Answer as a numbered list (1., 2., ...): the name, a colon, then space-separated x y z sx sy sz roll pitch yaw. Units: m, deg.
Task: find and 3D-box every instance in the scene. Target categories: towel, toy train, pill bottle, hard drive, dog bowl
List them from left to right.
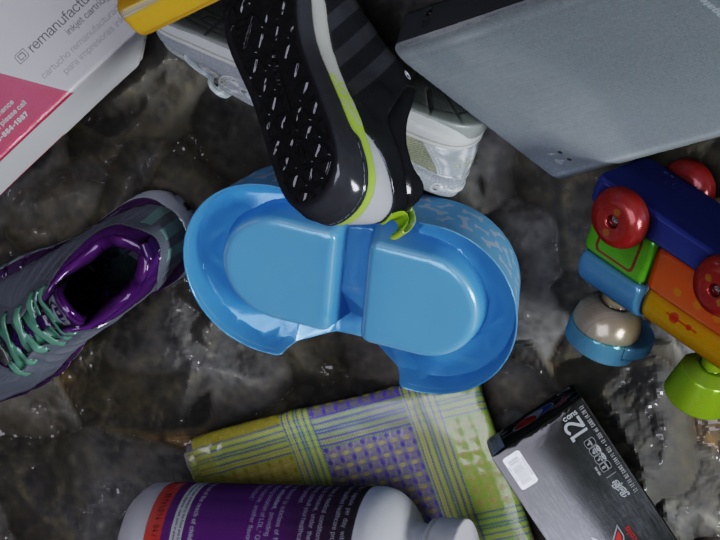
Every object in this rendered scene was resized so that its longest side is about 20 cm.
1. pill bottle: -0.035 0.180 1.460 0.200 0.112 0.113 0 104 17
2. towel: 0.000 0.144 1.512 0.200 0.023 0.144 -17 98 20
3. dog bowl: 0.000 0.000 1.447 0.200 0.050 0.112 14 122 14
4. hard drive: 0.136 -0.112 1.315 0.139 0.033 0.200 35 148 -33
5. toy train: 0.202 0.034 1.367 0.200 0.085 0.116 36 126 26

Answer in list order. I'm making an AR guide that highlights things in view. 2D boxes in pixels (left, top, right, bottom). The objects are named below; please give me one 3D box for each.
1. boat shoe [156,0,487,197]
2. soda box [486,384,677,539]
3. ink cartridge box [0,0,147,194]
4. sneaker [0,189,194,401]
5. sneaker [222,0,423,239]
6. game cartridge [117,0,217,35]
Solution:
1. boat shoe: -0.027 -0.103 1.428 0.202 0.074 0.065 21 127 4
2. soda box: 0.152 0.166 1.439 0.063 0.071 0.200 -33 93 2
3. ink cartridge box: -0.241 -0.153 1.434 0.200 0.084 0.145 43 72 4
4. sneaker: -0.187 0.021 1.500 0.200 0.088 0.074 -37 92 22
5. sneaker: -0.015 -0.106 1.360 0.072 0.083 0.200 -32 61 43
6. game cartridge: -0.043 -0.232 1.358 0.200 0.177 0.032 -21 141 21
